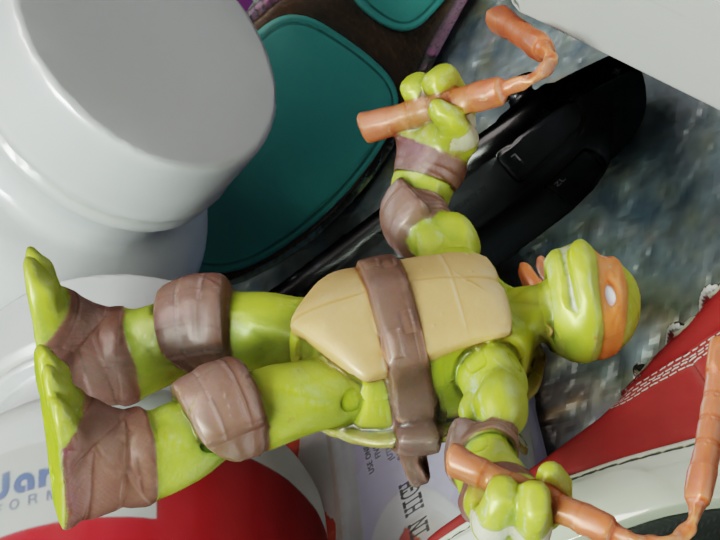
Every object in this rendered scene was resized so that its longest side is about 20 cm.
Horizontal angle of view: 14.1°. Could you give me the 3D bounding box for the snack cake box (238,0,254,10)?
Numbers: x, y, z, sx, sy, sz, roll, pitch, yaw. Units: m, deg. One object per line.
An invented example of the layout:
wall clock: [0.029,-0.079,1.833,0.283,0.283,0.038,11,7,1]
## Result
snack cake box: [-0.104,-0.083,1.051,0.115,0.067,0.201,16,74,52]

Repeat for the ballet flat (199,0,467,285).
ballet flat: [-0.009,-0.080,0.960,0.201,0.069,0.071,-56,20,-7]

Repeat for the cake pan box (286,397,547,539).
cake pan box: [-0.018,0.139,0.809,0.184,0.052,0.201,-36,42,25]

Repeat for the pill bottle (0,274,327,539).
pill bottle: [-0.062,0.105,0.749,0.112,0.112,0.201,-29,45,28]

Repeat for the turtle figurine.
turtle figurine: [0.000,0.012,0.717,0.160,0.065,0.201,-9,44,-5]

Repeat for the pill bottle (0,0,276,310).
pill bottle: [-0.116,-0.011,0.881,0.200,0.119,0.120,-44,36,39]

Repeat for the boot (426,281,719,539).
boot: [0.093,0.021,0.747,0.199,0.073,0.145,-25,42,6]

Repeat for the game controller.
game controller: [0.000,0.000,0.867,0.200,0.042,0.104,-36,6,23]

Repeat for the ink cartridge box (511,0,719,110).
ink cartridge box: [0.143,-0.129,0.736,0.146,0.085,0.200,30,67,28]
